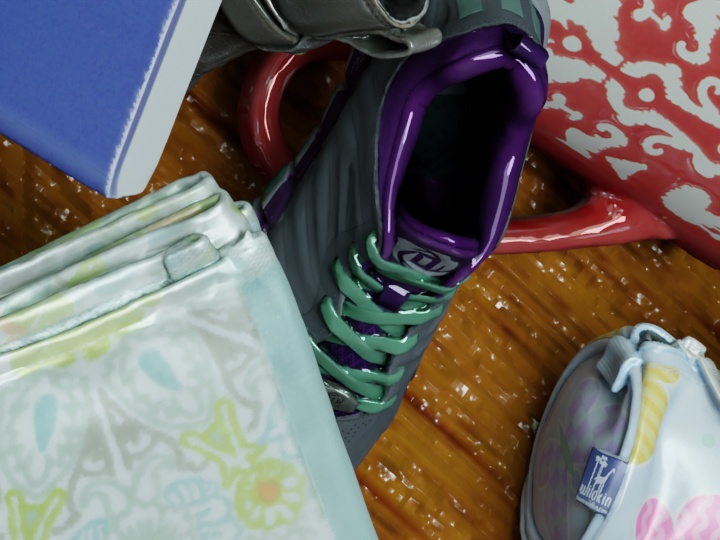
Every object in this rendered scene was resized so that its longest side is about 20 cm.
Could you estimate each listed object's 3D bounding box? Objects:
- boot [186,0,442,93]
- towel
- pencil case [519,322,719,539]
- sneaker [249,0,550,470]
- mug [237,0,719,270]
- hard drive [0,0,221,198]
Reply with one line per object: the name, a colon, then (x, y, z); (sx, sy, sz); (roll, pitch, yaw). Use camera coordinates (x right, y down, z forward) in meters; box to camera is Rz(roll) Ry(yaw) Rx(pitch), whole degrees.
boot: (-0.059, -0.140, 0.863); (0.069, 0.174, 0.201); (-27, 93, -39)
towel: (-0.080, 0.089, 0.841); (0.170, 0.048, 0.201); (-24, 114, -12)
pencil case: (0.152, 0.086, 0.956); (0.199, 0.083, 0.091); (21, 92, -18)
sneaker: (0.000, 0.000, 0.865); (0.074, 0.088, 0.201); (18, 111, -13)
mug: (0.063, -0.085, 0.952); (0.200, 0.178, 0.134); (35, 26, -16)
hard drive: (-0.123, -0.126, 0.829); (0.199, 0.025, 0.133); (31, 109, 21)
